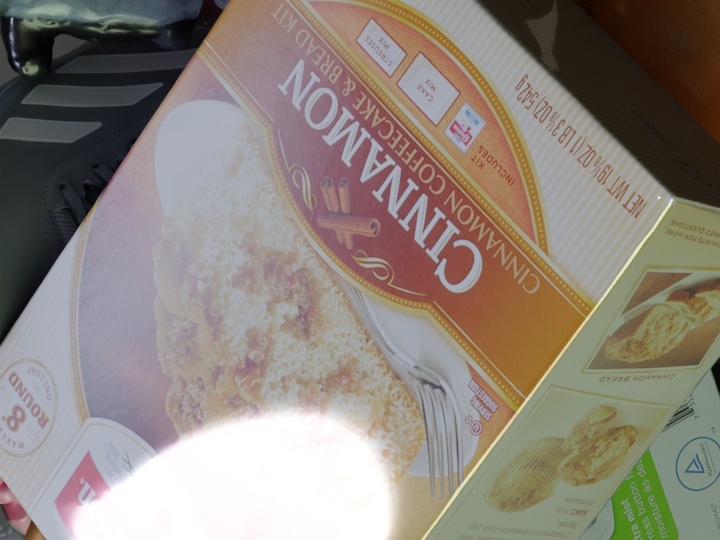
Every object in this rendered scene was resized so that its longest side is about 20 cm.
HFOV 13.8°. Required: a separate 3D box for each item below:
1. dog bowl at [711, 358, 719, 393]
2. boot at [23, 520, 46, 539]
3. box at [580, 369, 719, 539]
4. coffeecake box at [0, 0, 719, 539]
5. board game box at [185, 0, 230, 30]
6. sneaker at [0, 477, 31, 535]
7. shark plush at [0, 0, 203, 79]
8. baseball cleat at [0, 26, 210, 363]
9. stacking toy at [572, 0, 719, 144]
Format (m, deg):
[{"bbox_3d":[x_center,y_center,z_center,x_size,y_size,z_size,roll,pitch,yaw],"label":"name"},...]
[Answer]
[{"bbox_3d":[0.118,0.009,1.065,0.198,0.059,0.201,-1,140,-1],"label":"dog bowl"},{"bbox_3d":[-0.080,0.043,1.038,0.144,0.071,0.201,-55,135,-4],"label":"boot"},{"bbox_3d":[0.046,0.129,0.971,0.176,0.097,0.201,-28,112,-15],"label":"box"},{"bbox_3d":[0.000,0.016,0.807,0.073,0.154,0.200,11,120,-51],"label":"coffeecake box"},{"bbox_3d":[-0.085,-0.120,0.869,0.199,0.020,0.103,15,146,19],"label":"board game box"},{"bbox_3d":[-0.137,0.011,1.065,0.095,0.079,0.200,-36,134,6],"label":"sneaker"},{"bbox_3d":[-0.145,-0.107,0.857,0.199,0.091,0.084,29,118,8],"label":"shark plush"},{"bbox_3d":[-0.057,-0.040,0.891,0.106,0.200,0.070,2,128,31],"label":"baseball cleat"},{"bbox_3d":[0.152,-0.104,0.824,0.145,0.147,0.201,18,121,-22],"label":"stacking toy"}]
